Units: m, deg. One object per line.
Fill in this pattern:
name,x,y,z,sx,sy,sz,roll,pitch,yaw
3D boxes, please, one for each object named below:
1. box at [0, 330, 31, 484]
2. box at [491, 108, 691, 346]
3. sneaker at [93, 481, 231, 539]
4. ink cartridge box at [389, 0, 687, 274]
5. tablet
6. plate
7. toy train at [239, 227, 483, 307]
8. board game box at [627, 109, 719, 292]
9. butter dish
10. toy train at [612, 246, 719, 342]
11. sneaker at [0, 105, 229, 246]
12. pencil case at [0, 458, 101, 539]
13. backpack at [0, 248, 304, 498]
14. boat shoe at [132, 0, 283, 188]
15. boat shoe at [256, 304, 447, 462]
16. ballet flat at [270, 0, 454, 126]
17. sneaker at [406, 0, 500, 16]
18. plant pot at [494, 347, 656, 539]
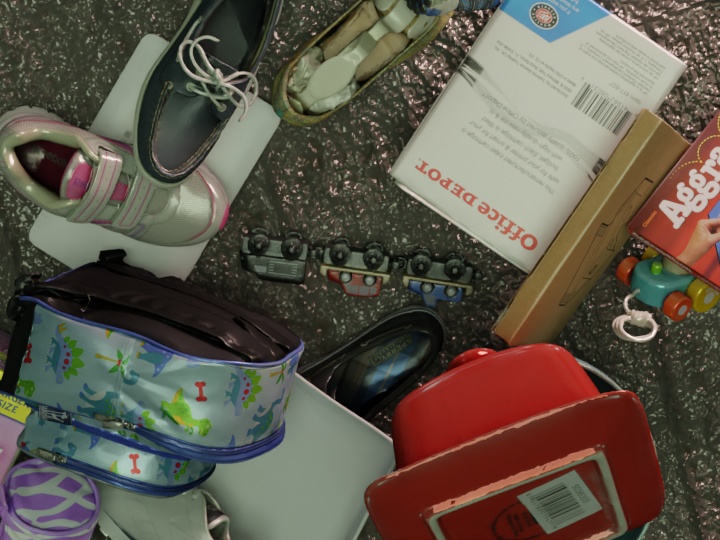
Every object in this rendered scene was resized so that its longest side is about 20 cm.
box,-0.363,0.134,1.332,0.175,0.097,0.200,26,99,-5
box,0.183,-0.028,1.274,0.021,0.163,0.200,36,99,17
sneaker,-0.160,0.198,1.334,0.200,0.076,0.081,40,97,23
ink cartridge box,0.137,-0.118,1.286,0.146,0.084,0.200,35,100,0
tablet,-0.167,-0.076,1.335,0.130,0.014,0.200,31,100,-6
plate,-0.074,0.169,1.328,0.199,0.032,0.200,33,110,25
toy train,0.000,0.000,1.340,0.199,0.034,0.046,7,104,-1
board game box,0.310,-0.082,1.282,0.103,0.019,0.200,36,83,28
butter dish,0.100,0.121,1.178,0.199,0.148,0.200,-20,142,4
toy train,0.300,0.018,1.286,0.199,0.150,0.056,8,122,2
sneaker,-0.201,-0.066,1.285,0.199,0.088,0.082,16,100,-4
pencil case,-0.272,0.237,1.325,0.085,0.084,0.200,5,131,-27
backpack,-0.152,0.084,1.244,0.199,0.183,0.147,15,103,14
boat shoe,-0.111,-0.156,1.262,0.075,0.062,0.200,34,75,-23
boat shoe,-0.013,0.103,1.342,0.200,0.066,0.070,-33,99,7
ballet flat,0.010,-0.184,1.288,0.200,0.071,0.071,-41,98,7
sneaker,0.076,-0.290,1.264,0.085,0.077,0.201,3,84,-25
plant pot,0.127,0.149,1.317,0.199,0.135,0.201,0,100,0
